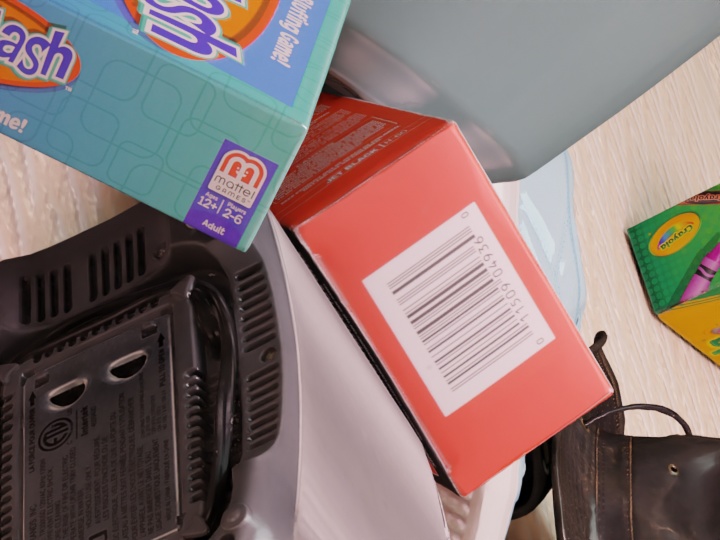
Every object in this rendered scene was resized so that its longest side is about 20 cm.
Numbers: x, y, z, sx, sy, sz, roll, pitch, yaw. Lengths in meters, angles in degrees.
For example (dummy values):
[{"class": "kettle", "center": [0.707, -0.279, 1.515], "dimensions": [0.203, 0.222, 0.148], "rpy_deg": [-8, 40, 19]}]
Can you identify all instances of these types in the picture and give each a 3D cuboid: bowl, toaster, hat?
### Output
[{"class": "bowl", "center": [0.018, -0.101, 1.003], "dimensions": [0.201, 0.105, 0.201], "rpy_deg": [34, -4, 3]}, {"class": "toaster", "center": [-0.040, 0.081, 0.793], "dimensions": [0.129, 0.113, 0.200], "rpy_deg": [52, 19, -38]}, {"class": "hat", "center": [0.123, 0.117, 1.144], "dimensions": [0.201, 0.081, 0.201], "rpy_deg": [1, 90, -80]}]

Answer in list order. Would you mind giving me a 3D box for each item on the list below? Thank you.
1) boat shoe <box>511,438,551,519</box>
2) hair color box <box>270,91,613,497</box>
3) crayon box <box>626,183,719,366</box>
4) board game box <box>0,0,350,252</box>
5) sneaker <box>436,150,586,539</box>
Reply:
[{"class": "boat shoe", "center": [0.029, 0.006, 1.146], "dimensions": [0.200, 0.068, 0.057], "rpy_deg": [61, 19, -14]}, {"class": "hair color box", "center": [0.000, 0.000, 0.948], "dimensions": [0.102, 0.061, 0.200], "rpy_deg": [58, -10, -14]}, {"class": "crayon box", "center": [0.243, 0.007, 1.632], "dimensions": [0.200, 0.119, 0.058], "rpy_deg": [33, 35, -56]}, {"class": "board game box", "center": [-0.101, -0.096, 0.813], "dimensions": [0.200, 0.045, 0.152], "rpy_deg": [26, 27, -6]}, {"class": "sneaker", "center": [0.053, 0.030, 1.078], "dimensions": [0.082, 0.074, 0.201], "rpy_deg": [20, 69, -38]}]
